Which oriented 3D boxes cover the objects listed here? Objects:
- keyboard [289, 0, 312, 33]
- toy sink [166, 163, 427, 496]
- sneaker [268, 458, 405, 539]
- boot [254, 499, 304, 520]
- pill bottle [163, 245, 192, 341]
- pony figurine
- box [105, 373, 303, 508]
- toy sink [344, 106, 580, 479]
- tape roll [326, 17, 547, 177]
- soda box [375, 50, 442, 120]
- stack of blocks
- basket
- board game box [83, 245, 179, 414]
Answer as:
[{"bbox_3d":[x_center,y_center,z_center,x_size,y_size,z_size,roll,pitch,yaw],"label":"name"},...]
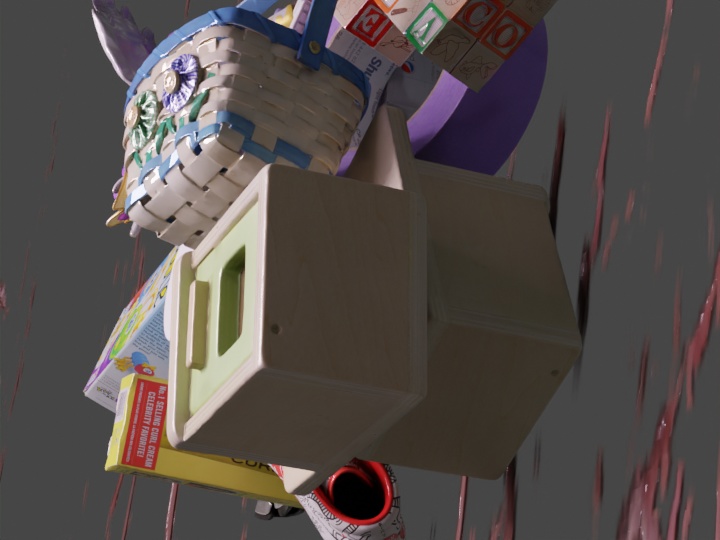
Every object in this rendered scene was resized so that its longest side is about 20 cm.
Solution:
[{"bbox_3d":[-0.022,-0.162,1.658,0.056,0.011,0.200,-72,-19,0],"label":"keyboard"},{"bbox_3d":[-0.049,0.042,1.300,0.200,0.112,0.130,136,140,-58],"label":"toy sink"},{"bbox_3d":[-0.034,0.120,1.514,0.201,0.067,0.108,54,165,24],"label":"sneaker"},{"bbox_3d":[-0.039,0.124,1.741,0.200,0.068,0.131,131,137,-59],"label":"boot"},{"bbox_3d":[-0.031,0.030,1.514,0.112,0.200,0.113,-167,90,-74],"label":"pill bottle"},{"bbox_3d":[-0.128,-0.135,1.733,0.167,0.200,0.193,49,-158,-56],"label":"pony figurine"},{"bbox_3d":[-0.085,0.132,1.609,0.050,0.200,0.075,151,131,-71],"label":"box"},{"bbox_3d":[0.055,0.012,1.381,0.200,0.112,0.130,-101,30,-45],"label":"toy sink"},{"bbox_3d":[0.035,-0.133,1.524,0.200,0.066,0.200,-25,50,35],"label":"tape roll"},{"bbox_3d":[0.015,-0.101,1.693,0.200,0.068,0.064,129,150,-55],"label":"soda box"},{"bbox_3d":[0.039,-0.201,1.464,0.115,0.059,0.200,-50,39,12],"label":"stack of blocks"},{"bbox_3d":[-0.073,-0.120,1.433,0.176,0.139,0.200,-38,29,45],"label":"basket"},{"bbox_3d":[-0.122,0.041,1.717,0.200,0.105,0.103,-46,17,46],"label":"board game box"}]
